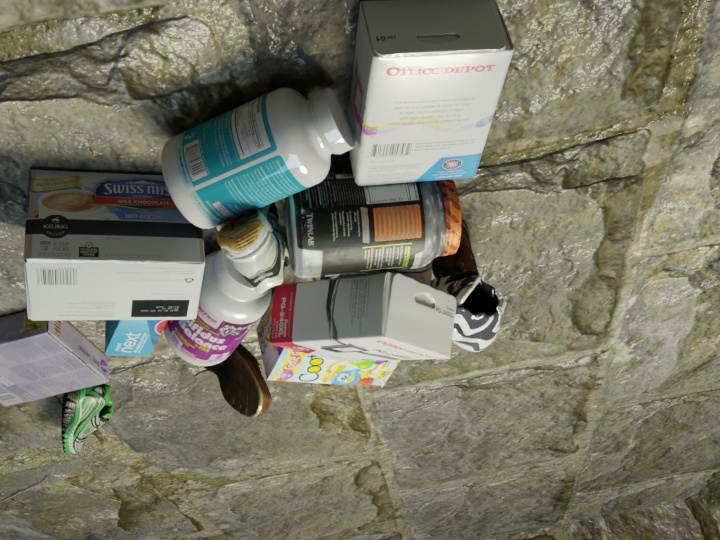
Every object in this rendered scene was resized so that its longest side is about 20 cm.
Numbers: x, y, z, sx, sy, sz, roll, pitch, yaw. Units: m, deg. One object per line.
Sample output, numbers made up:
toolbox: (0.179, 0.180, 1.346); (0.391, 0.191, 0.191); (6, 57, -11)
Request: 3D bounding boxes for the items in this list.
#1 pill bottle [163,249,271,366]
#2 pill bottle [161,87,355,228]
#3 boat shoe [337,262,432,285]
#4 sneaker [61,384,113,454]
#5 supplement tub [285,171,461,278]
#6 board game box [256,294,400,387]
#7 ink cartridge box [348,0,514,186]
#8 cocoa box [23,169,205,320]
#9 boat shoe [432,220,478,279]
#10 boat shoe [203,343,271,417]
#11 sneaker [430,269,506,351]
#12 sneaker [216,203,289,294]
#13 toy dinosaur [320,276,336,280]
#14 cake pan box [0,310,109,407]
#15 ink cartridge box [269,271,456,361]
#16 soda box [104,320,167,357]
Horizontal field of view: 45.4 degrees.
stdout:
pill bottle: (-0.190, 0.042, 1.189); (0.112, 0.113, 0.200); (9, 143, -29)
pill bottle: (-0.109, -0.129, 0.943); (0.199, 0.111, 0.111); (-20, 147, 16)
boat shoe: (0.000, 0.000, 1.154); (0.198, 0.071, 0.070); (5, 116, 16)
sneaker: (-0.472, 0.259, 1.485); (0.085, 0.079, 0.200); (2, 146, -21)
supplement tub: (0.013, -0.059, 1.027); (0.198, 0.123, 0.123); (-4, 148, -9)
board game box: (-0.045, 0.105, 1.325); (0.199, 0.103, 0.105); (7, 133, -26)
ink cartridge box: (0.066, -0.189, 0.924); (0.143, 0.085, 0.200); (-5, 149, -9)
cocoa box: (-0.293, -0.028, 1.029); (0.198, 0.132, 0.134); (1, 146, -17)
boat shoe: (0.136, -0.012, 1.241); (0.071, 0.068, 0.200); (-20, 147, 16)
boat shoe: (-0.181, 0.153, 1.315); (0.067, 0.200, 0.072); (9, 110, -38)
sneaker: (0.109, 0.030, 1.175); (0.198, 0.080, 0.130); (30, 146, 3)
sneaker: (-0.124, -0.032, 1.016); (0.075, 0.200, 0.088); (-25, 109, 7)
toy dinosaur: (0.011, 0.017, 1.261); (0.199, 0.059, 0.101); (20, 136, -39)
cake pan box: (-0.506, 0.137, 1.308); (0.183, 0.053, 0.200); (-13, 148, 8)
ink cartridge box: (0.003, 0.065, 1.112); (0.199, 0.084, 0.145); (-7, 161, 41)
soda box: (-0.307, 0.048, 1.211); (0.067, 0.065, 0.200); (7, 145, -26)
